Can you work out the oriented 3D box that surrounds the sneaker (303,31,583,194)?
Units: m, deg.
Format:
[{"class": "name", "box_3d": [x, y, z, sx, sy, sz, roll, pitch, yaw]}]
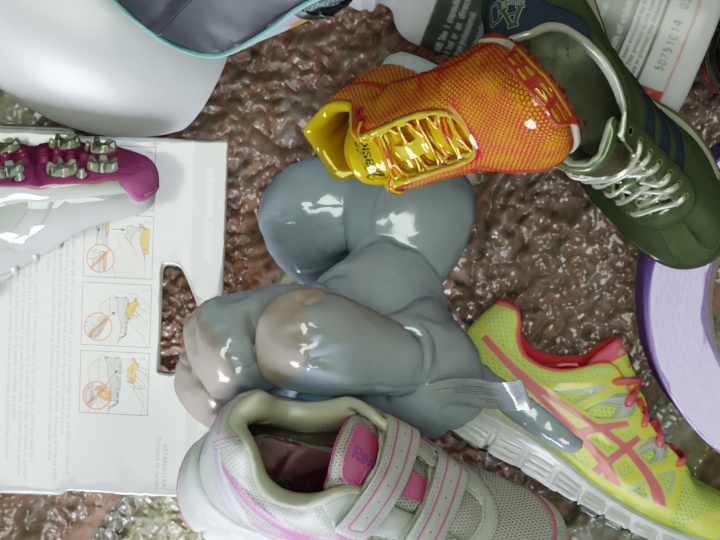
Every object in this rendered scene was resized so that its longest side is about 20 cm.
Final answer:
[{"class": "sneaker", "box_3d": [0.039, -0.063, 1.089, 0.077, 0.200, 0.073, -39, 104, -20]}]

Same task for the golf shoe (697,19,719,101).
[{"class": "golf shoe", "box_3d": [0.283, -0.117, 1.213, 0.199, 0.092, 0.073, -10, 97, -13]}]

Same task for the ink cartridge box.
[{"class": "ink cartridge box", "box_3d": [-0.161, 0.022, 1.261, 0.175, 0.045, 0.201, 3, 96, 1]}]

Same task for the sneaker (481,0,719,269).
[{"class": "sneaker", "box_3d": [0.118, -0.064, 1.140, 0.067, 0.090, 0.200, -25, 114, 25]}]

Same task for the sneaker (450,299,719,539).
[{"class": "sneaker", "box_3d": [0.134, 0.085, 1.249, 0.200, 0.078, 0.090, 29, 93, -2]}]

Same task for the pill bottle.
[{"class": "pill bottle", "box_3d": [0.086, -0.159, 1.209, 0.199, 0.114, 0.114, 19, 95, -2]}]

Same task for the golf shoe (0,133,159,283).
[{"class": "golf shoe", "box_3d": [-0.200, -0.018, 1.210, 0.199, 0.075, 0.092, -7, 110, 5]}]

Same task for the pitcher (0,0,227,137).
[{"class": "pitcher", "box_3d": [-0.167, -0.165, 1.212, 0.199, 0.172, 0.121, 23, 132, -19]}]

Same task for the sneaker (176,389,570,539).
[{"class": "sneaker", "box_3d": [0.008, 0.113, 1.130, 0.199, 0.088, 0.082, 13, 61, -1]}]

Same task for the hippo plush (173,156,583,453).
[{"class": "hippo plush", "box_3d": [0.000, 0.000, 1.192, 0.199, 0.159, 0.161, -5, 66, 26]}]

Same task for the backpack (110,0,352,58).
[{"class": "backpack", "box_3d": [-0.052, -0.202, 1.081, 0.200, 0.153, 0.176, -30, 103, 42]}]

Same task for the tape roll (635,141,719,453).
[{"class": "tape roll", "box_3d": [0.251, 0.015, 1.248, 0.199, 0.066, 0.201, 0, 95, 0]}]
